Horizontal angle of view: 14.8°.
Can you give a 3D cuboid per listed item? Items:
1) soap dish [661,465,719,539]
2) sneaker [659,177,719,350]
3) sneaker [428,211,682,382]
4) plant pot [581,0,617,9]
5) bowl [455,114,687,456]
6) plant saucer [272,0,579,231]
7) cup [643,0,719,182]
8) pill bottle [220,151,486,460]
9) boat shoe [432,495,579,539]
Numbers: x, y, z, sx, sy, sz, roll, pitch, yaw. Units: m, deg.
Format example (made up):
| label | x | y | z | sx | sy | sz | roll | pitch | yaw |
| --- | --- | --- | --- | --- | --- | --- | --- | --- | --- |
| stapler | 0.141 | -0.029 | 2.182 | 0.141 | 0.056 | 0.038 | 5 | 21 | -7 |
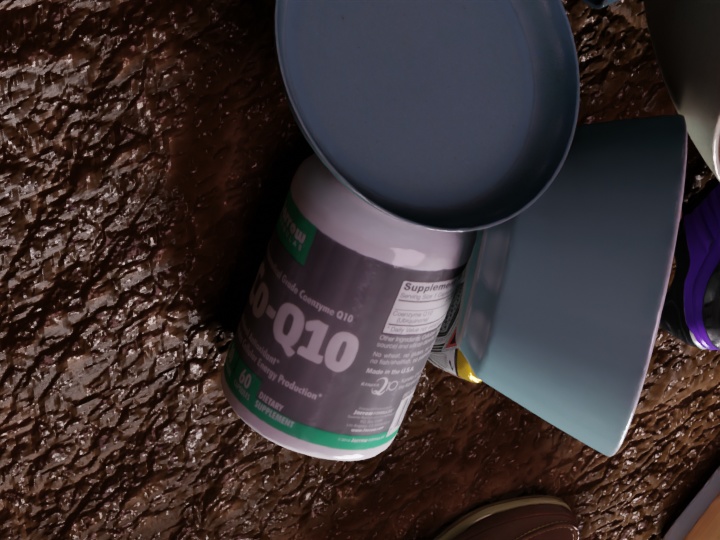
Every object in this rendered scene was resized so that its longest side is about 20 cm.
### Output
| label | x | y | z | sx | sy | sz | roll | pitch | yaw |
| --- | --- | --- | --- | --- | --- | --- | --- | --- | --- |
| soap dish | 0.328 | 0.199 | 2.070 | 0.158 | 0.081 | 0.200 | -53 | 140 | 10 |
| sneaker | 0.243 | -0.040 | 1.810 | 0.070 | 0.099 | 0.201 | 43 | 62 | -41 |
| sneaker | 0.122 | 0.010 | 1.745 | 0.199 | 0.082 | 0.078 | -31 | 138 | -16 |
| plant pot | 0.164 | -0.257 | 1.521 | 0.199 | 0.141 | 0.142 | -21 | 136 | -38 |
| bowl | 0.116 | -0.001 | 1.609 | 0.104 | 0.201 | 0.202 | 11 | 123 | -1 |
| plant saucer | 0.033 | -0.116 | 1.525 | 0.199 | 0.201 | 0.027 | -8 | 171 | -34 |
| cup | 0.246 | -0.162 | 1.645 | 0.200 | 0.143 | 0.201 | -27 | 146 | -20 |
| pill bottle | 0.000 | 0.000 | 1.615 | 0.113 | 0.113 | 0.201 | -1 | 123 | -39 |
| boat shoe | 0.070 | 0.216 | 1.884 | 0.199 | 0.068 | 0.072 | -20 | 134 | -26 |
